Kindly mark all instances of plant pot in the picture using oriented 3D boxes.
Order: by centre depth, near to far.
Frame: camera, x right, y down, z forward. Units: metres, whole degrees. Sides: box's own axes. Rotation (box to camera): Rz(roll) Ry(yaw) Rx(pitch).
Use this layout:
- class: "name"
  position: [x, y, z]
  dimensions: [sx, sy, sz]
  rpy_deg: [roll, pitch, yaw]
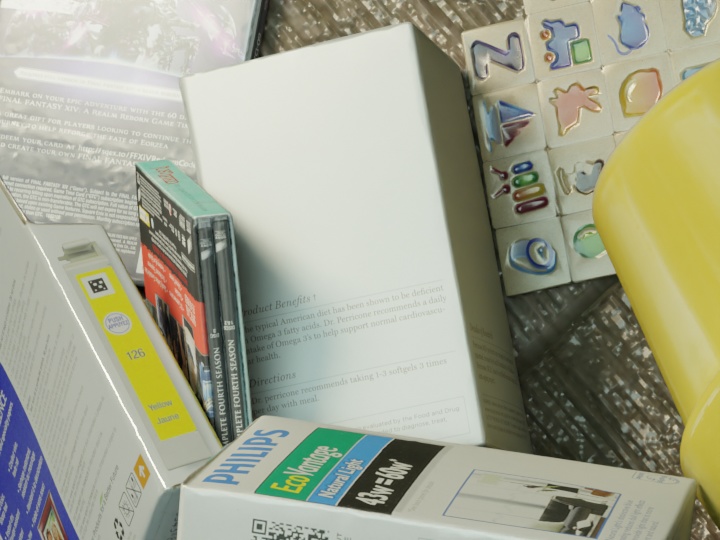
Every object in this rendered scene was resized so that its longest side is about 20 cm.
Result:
- class: "plant pot"
  position: [0.204, 0.007, 1.296]
  dimensions: [0.200, 0.201, 0.189]
  rpy_deg: [-38, 64, 8]

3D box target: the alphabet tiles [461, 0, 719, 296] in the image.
- class: "alphabet tiles"
  position: [0.133, -0.101, 1.422]
  dimensions: [0.166, 0.008, 0.201]
  rpy_deg: [-12, 79, 15]

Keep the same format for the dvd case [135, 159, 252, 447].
- class: "dvd case"
  position: [-0.074, 0.058, 1.362]
  dimensions: [0.022, 0.146, 0.201]
  rpy_deg: [-7, 102, -13]

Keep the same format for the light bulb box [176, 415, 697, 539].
- class: "light bulb box"
  position: [0.027, 0.180, 1.235]
  dimensions: [0.199, 0.125, 0.200]
  rpy_deg: [8, 102, 12]

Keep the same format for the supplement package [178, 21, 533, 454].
- class: "supplement package"
  position: [0.000, 0.000, 1.389]
  dimensions: [0.116, 0.117, 0.201]
  rpy_deg: [-12, 80, 13]

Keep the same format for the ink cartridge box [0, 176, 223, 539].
- class: "ink cartridge box"
  position: [-0.135, 0.077, 1.383]
  dimensions: [0.047, 0.198, 0.201]
  rpy_deg: [-12, 56, -25]

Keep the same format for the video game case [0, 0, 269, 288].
- class: "video game case"
  position: [-0.123, -0.095, 1.489]
  dimensions: [0.142, 0.019, 0.201]
  rpy_deg: [9, 84, 17]
